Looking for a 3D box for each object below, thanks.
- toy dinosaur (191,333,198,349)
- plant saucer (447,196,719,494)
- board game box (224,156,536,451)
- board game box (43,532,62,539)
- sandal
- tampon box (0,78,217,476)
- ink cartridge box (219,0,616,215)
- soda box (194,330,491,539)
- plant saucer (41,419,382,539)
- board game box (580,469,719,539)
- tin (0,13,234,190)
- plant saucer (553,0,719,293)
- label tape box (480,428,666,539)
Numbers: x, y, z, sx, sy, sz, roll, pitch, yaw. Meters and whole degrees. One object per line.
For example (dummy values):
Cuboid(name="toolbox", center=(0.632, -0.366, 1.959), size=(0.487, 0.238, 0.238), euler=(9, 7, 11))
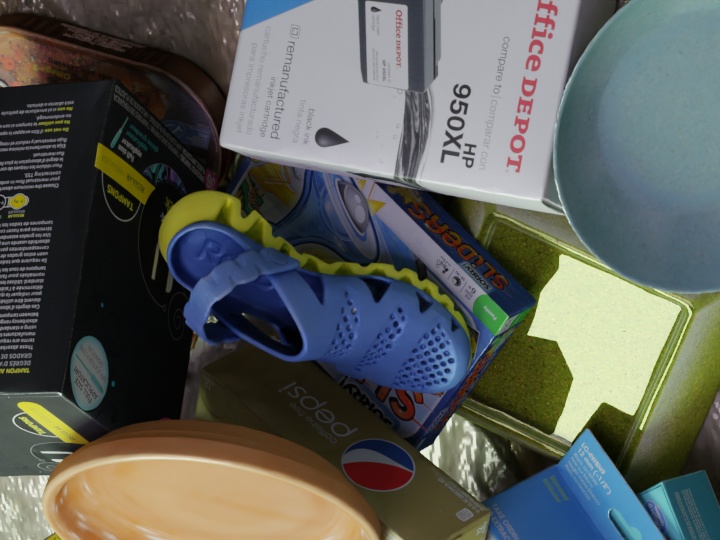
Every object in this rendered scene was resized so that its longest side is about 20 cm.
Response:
Cuboid(name="toy dinosaur", center=(-0.199, 0.062, 1.688), size=(0.200, 0.102, 0.136), euler=(-40, 113, 10))
Cuboid(name="plant saucer", center=(0.127, 0.039, 1.567), size=(0.200, 0.048, 0.200), euler=(25, 121, 9))
Cuboid(name="board game box", center=(0.000, 0.000, 1.571), size=(0.200, 0.034, 0.135), euler=(45, 127, 16))
Cuboid(name="board game box", center=(-0.126, 0.198, 1.678), size=(0.200, 0.165, 0.057), euler=(-34, 57, 32))
Cuboid(name="sandal", center=(-0.030, 0.029, 1.491), size=(0.200, 0.087, 0.080), euler=(20, 121, -7))
Cuboid(name="tampon box", center=(-0.183, 0.008, 1.522), size=(0.126, 0.200, 0.150), euler=(-2, 158, 23))
Cuboid(name="ink cartridge box", center=(0.034, -0.121, 1.477), size=(0.200, 0.084, 0.145), euler=(11, 90, 16))
Cuboid(name="soda box", center=(-0.015, 0.125, 1.560), size=(0.200, 0.064, 0.068), euler=(38, 137, 29))
Cuboid(name="plant saucer", center=(-0.085, 0.137, 1.482), size=(0.200, 0.038, 0.200), euler=(6, 151, 3))
Cuboid(name="board game box", center=(0.160, 0.230, 1.590), size=(0.200, 0.047, 0.151), euler=(-31, 75, 43))
Cuboid(name="tin", center=(-0.176, -0.097, 1.630), size=(0.200, 0.042, 0.112), euler=(17, 115, 13))
Cuboid(name="plant saucer", center=(0.198, -0.086, 1.448), size=(0.201, 0.039, 0.201), euler=(-7, 114, -15))
Cuboid(name="label tape box", center=(0.107, 0.215, 1.561), size=(0.143, 0.066, 0.200), euler=(56, 132, 23))
